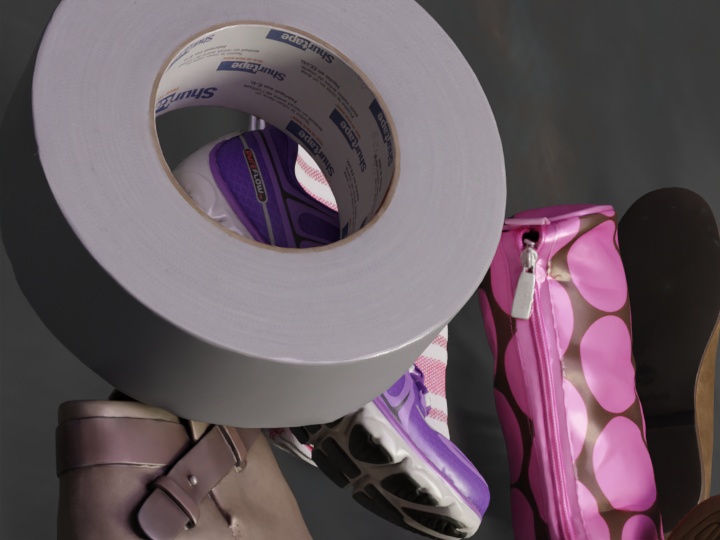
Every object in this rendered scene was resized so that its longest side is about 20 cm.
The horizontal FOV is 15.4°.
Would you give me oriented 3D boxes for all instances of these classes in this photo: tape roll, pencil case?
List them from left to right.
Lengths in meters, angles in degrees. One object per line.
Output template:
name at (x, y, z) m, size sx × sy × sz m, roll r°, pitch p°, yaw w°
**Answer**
tape roll at (-0.044, -0.039, 1.069) m, size 0.199 × 0.066 × 0.201 m, roll 10°, pitch 59°, yaw -18°
pencil case at (0.101, 0.069, 1.321) m, size 0.094 × 0.090 × 0.201 m, roll 48°, pitch 31°, yaw -85°

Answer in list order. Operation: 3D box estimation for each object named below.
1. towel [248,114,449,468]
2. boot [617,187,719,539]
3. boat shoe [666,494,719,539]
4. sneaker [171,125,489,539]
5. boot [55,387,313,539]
towel at (0.000, 0.000, 1.243) m, size 0.146 × 0.030 × 0.201 m, roll 27°, pitch 57°, yaw -50°
boot at (0.165, 0.055, 1.452) m, size 0.075 × 0.073 × 0.201 m, roll 48°, pitch 44°, yaw -64°
boat shoe at (0.166, 0.206, 1.273) m, size 0.065 × 0.072 × 0.201 m, roll 56°, pitch 43°, yaw -57°
sneaker at (-0.001, 0.023, 1.125) m, size 0.083 × 0.081 × 0.200 m, roll -33°, pitch 89°, yaw -20°
boot at (-0.047, 0.104, 1.104) m, size 0.200 × 0.070 × 0.147 m, roll -12°, pitch 87°, yaw -57°
